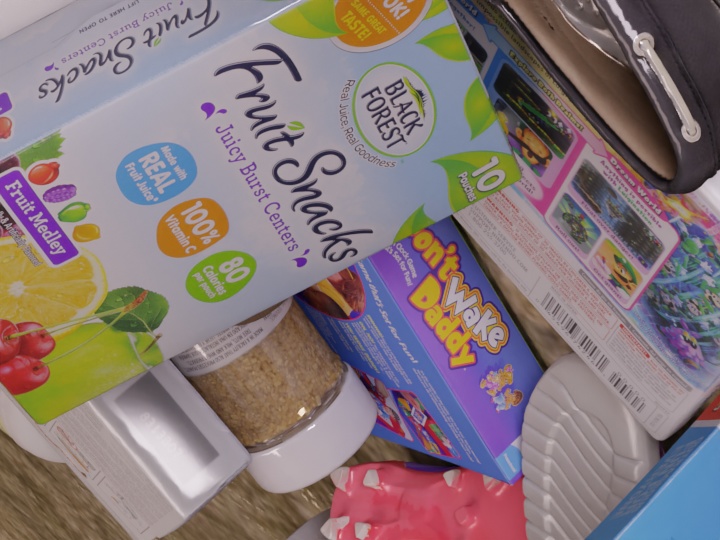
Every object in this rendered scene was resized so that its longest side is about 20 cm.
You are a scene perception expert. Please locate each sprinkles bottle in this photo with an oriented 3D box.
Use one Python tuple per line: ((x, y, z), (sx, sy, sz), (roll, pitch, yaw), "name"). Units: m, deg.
((-0.072, 0.008, 1.113), (0.200, 0.068, 0.068), (55, 158, -20), "sprinkles bottle")

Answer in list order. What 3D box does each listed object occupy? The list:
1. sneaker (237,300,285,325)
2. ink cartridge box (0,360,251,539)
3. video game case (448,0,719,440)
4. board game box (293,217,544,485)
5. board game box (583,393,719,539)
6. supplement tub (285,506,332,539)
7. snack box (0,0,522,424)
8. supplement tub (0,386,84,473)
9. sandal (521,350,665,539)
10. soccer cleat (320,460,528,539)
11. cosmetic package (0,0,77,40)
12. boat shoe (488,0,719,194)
((-0.064, -0.084, 0.992), (0.112, 0.071, 0.200), (31, 125, 40), "sneaker")
((-0.132, 0.055, 1.178), (0.163, 0.057, 0.200), (49, 169, 1), "ink cartridge box")
((0.075, -0.040, 0.909), (0.200, 0.024, 0.182), (49, 160, 10), "video game case")
((0.000, 0.000, 1.119), (0.134, 0.045, 0.200), (15, 143, 55), "board game box")
((0.178, 0.143, 0.887), (0.200, 0.153, 0.040), (47, 158, -3), "board game box")
((0.041, 0.232, 1.346), (0.200, 0.132, 0.132), (33, 156, 33), "supplement tub")
((-0.058, -0.040, 0.836), (0.053, 0.200, 0.142), (64, -178, 35), "snack box")
((-0.174, 0.016, 1.345), (0.200, 0.145, 0.145), (35, 157, 28), "supplement tub")
((0.112, 0.105, 1.090), (0.082, 0.050, 0.203), (43, 147, 35), "sandal")
((0.062, 0.131, 1.239), (0.076, 0.067, 0.200), (14, 172, -38), "soccer cleat")
((-0.104, -0.116, 0.864), (0.085, 0.200, 0.108), (49, -162, -7), "cosmetic package")
((0.056, -0.110, 0.787), (0.200, 0.060, 0.074), (48, 159, -4), "boat shoe")
